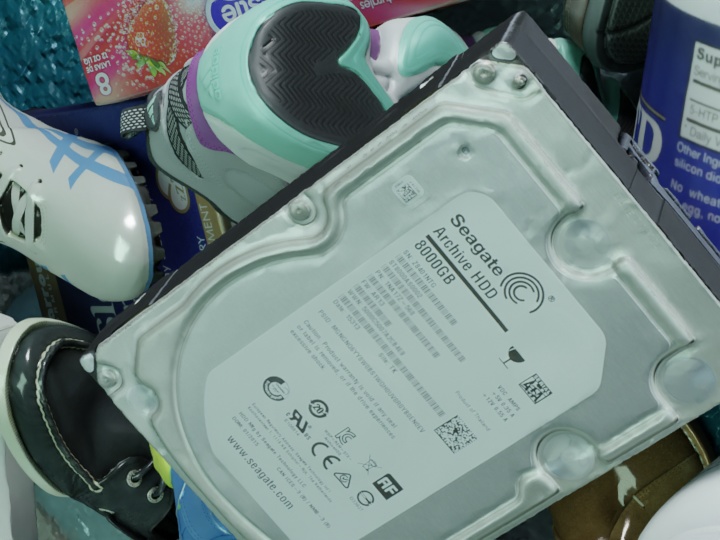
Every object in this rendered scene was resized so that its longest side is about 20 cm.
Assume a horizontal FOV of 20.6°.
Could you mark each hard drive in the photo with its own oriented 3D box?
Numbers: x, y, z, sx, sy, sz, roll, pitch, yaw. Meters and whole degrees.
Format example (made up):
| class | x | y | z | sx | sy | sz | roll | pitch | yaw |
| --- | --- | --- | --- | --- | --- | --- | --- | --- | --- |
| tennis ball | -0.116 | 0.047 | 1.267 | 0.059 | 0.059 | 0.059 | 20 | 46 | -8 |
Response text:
| class | x | y | z | sx | sy | sz | roll | pitch | yaw |
| --- | --- | --- | --- | --- | --- | --- | --- | --- | --- |
| hard drive | 0.019 | 0.025 | 0.667 | 0.200 | 0.038 | 0.140 | -35 | 102 | 26 |

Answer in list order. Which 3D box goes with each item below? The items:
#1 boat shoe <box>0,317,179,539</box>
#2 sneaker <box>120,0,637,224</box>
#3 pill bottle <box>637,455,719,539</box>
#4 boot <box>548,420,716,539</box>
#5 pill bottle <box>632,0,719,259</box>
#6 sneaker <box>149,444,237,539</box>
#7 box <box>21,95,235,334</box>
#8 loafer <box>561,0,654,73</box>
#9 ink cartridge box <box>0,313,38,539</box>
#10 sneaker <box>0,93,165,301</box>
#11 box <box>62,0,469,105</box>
| class | x | y | z | sx | sy | sz | roll | pitch | yaw |
| --- | --- | --- | --- | --- | --- | --- | --- | --- | --- |
| boat shoe | -0.088 | 0.084 | 0.873 | 0.066 | 0.075 | 0.199 | 4 | 145 | 29 |
| sneaker | 0.003 | -0.049 | 0.762 | 0.140 | 0.200 | 0.078 | -15 | 65 | 53 |
| pill bottle | 0.160 | 0.107 | 0.683 | 0.113 | 0.200 | 0.114 | 11 | 111 | 31 |
| boot | 0.107 | 0.111 | 0.799 | 0.074 | 0.075 | 0.200 | -34 | 82 | 41 |
| pill bottle | 0.156 | -0.062 | 0.680 | 0.120 | 0.120 | 0.200 | 18 | 114 | 28 |
| sneaker | 0.013 | 0.073 | 0.773 | 0.200 | 0.076 | 0.105 | -12 | 66 | 18 |
| box | -0.109 | -0.017 | 0.896 | 0.200 | 0.032 | 0.121 | -1 | 106 | 52 |
| loafer | 0.120 | -0.170 | 0.712 | 0.063 | 0.072 | 0.200 | 44 | 120 | 38 |
| ink cartridge box | -0.241 | 0.078 | 0.877 | 0.200 | 0.125 | 0.129 | 19 | 122 | 36 |
| sneaker | -0.158 | -0.039 | 0.861 | 0.200 | 0.072 | 0.072 | 33 | 128 | 37 |
| box | -0.019 | -0.138 | 0.785 | 0.200 | 0.100 | 0.096 | -12 | 99 | 35 |
